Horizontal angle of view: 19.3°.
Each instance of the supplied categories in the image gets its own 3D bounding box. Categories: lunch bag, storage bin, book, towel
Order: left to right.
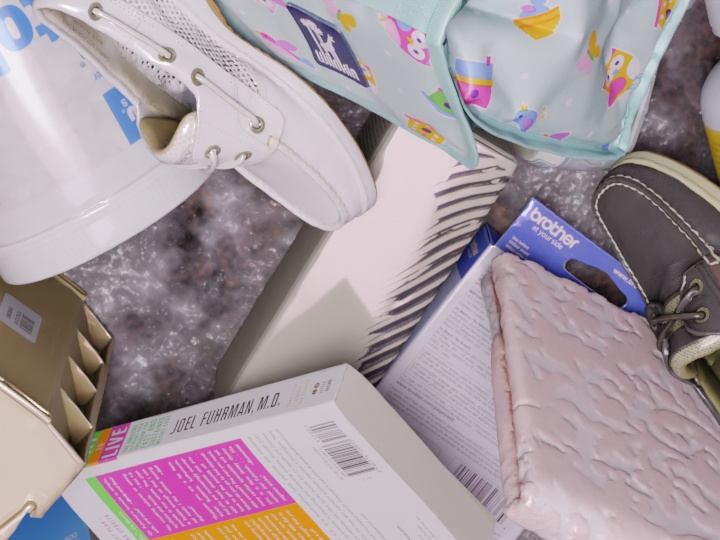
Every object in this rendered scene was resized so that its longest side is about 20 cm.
[{"bbox_3d":[-0.228,0.030,1.044,0.198,0.200,0.094,39,101,-12],"label":"storage bin"},{"bbox_3d":[-0.049,0.120,1.087,0.199,0.048,0.134,-16,128,36],"label":"book"},{"bbox_3d":[0.030,-0.129,0.969,0.170,0.199,0.123,31,110,32],"label":"lunch bag"},{"bbox_3d":[0.148,0.091,1.036,0.199,0.192,0.032,25,122,-20],"label":"towel"}]

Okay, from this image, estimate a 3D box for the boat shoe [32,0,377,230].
[{"bbox_3d":[-0.076,-0.076,0.986,0.200,0.071,0.070,43,60,-23],"label":"boat shoe"}]

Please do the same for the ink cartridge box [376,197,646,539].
[{"bbox_3d":[0.073,0.064,1.143,0.119,0.042,0.200,35,107,-14],"label":"ink cartridge box"}]

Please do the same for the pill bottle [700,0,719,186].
[{"bbox_3d":[0.236,-0.059,1.069,0.111,0.112,0.201,-17,108,4],"label":"pill bottle"}]

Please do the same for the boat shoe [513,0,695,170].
[{"bbox_3d":[0.135,-0.146,1.071,0.071,0.070,0.202,8,107,-25],"label":"boat shoe"}]

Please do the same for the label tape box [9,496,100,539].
[{"bbox_3d":[-0.184,0.209,1.172,0.143,0.066,0.201,-31,107,8],"label":"label tape box"}]

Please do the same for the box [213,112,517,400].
[{"bbox_3d":[0.000,0.000,1.101,0.068,0.082,0.201,29,106,-11],"label":"box"}]

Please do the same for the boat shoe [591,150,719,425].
[{"bbox_3d":[0.180,0.029,1.046,0.201,0.066,0.072,52,143,10],"label":"boat shoe"}]

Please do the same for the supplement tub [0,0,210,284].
[{"bbox_3d":[-0.170,-0.110,1.037,0.131,0.132,0.201,-27,106,7],"label":"supplement tub"}]
